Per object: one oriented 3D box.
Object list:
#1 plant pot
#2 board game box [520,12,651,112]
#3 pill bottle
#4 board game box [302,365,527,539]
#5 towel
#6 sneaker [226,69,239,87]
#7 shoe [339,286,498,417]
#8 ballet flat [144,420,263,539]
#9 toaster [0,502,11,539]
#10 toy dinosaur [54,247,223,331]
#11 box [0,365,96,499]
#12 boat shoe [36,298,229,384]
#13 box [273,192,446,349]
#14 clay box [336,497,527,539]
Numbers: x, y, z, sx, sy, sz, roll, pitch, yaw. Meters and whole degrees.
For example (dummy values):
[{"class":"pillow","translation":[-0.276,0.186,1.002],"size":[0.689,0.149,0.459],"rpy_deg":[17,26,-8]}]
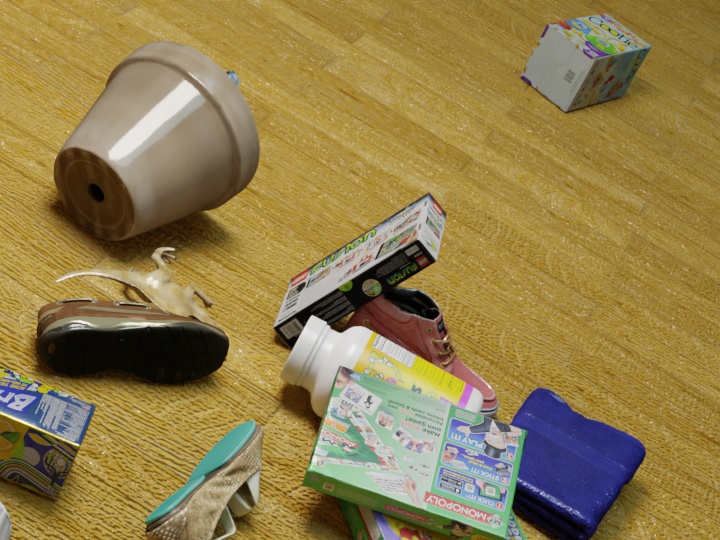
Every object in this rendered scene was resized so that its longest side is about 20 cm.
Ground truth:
[{"class":"plant pot","translation":[-0.239,-0.125,1.846],"size":[0.199,0.201,0.174],"rpy_deg":[35,49,13]},{"class":"board game box","translation":[0.366,-0.340,2.717],"size":[0.103,0.105,0.200],"rpy_deg":[41,32,21]},{"class":"pill bottle","translation":[0.020,0.126,1.732],"size":[0.199,0.105,0.104],"rpy_deg":[28,30,1]},{"class":"board game box","translation":[0.055,0.181,1.624],"size":[0.199,0.029,0.135],"rpy_deg":[20,48,-2]},{"class":"towel","translation":[0.216,0.214,1.823],"size":[0.147,0.050,0.200],"rpy_deg":[28,30,14]},{"class":"sneaker","translation":[-0.183,-0.197,2.105],"size":[0.073,0.072,0.200],"rpy_deg":[57,17,-19]},{"class":"shoe","translation":[0.079,0.089,1.843],"size":[0.199,0.091,0.072],"rpy_deg":[28,29,-9]},{"class":"ballet flat","translation":[-0.132,0.209,1.541],"size":[0.065,0.070,0.200],"rpy_deg":[56,34,-7]},{"class":"toaster","translation":[-0.364,0.215,1.282],"size":[0.199,0.114,0.129],"rpy_deg":[24,26,-2]},{"class":"toy dinosaur","translation":[-0.214,0.017,1.736],"size":[0.199,0.058,0.101],"rpy_deg":[27,18,-19]},{"class":"box","translation":[-0.341,0.122,1.476],"size":[0.199,0.070,0.064],"rpy_deg":[24,29,-7]},{"class":"boat shoe","translation":[-0.227,0.060,1.663],"size":[0.199,0.076,0.074],"rpy_deg":[8,32,-32]},{"class":"box","translation":[0.000,0.000,1.818],"size":[0.035,0.199,0.110],"rpy_deg":[50,26,-18]},{"class":"clay box","translation":[0.084,0.249,1.654],"size":[0.199,0.048,0.115],"rpy_deg":[6,38,-31]}]
